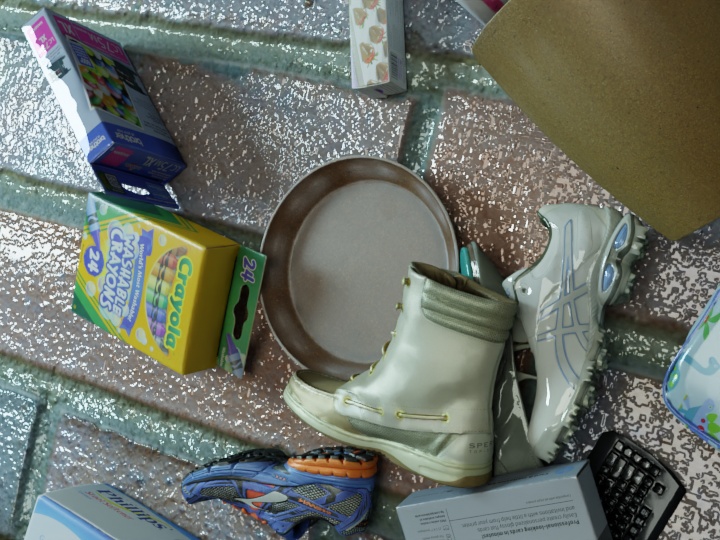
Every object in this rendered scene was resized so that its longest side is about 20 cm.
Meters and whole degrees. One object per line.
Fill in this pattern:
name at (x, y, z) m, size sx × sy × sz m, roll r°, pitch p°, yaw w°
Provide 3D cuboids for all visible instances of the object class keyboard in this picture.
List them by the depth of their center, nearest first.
keyboard at (0.180, 0.233, 0.753) m, size 0.104 × 0.040 × 0.201 m, roll 32°, pitch 101°, yaw 26°

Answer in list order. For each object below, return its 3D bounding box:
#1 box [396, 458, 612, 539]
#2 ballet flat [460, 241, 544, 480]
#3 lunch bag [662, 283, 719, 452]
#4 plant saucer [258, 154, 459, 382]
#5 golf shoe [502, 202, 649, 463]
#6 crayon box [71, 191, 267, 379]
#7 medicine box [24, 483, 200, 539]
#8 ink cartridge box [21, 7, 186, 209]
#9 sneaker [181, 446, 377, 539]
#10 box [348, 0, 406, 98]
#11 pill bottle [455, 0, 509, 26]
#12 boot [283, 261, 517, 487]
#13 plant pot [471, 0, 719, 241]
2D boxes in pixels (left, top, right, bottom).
box at (0.127, 0.257, 0.742) m, size 0.155 × 0.041 × 0.202 m, roll -17°, pitch 91°, yaw 30°
ballet flat at (0.120, 0.075, 0.795) m, size 0.063 × 0.067 × 0.202 m, roll -4°, pitch 84°, yaw -1°
lunch bag at (0.320, 0.054, 0.673) m, size 0.160 × 0.082 × 0.201 m, roll 35°, pitch 101°, yaw 26°
plant saucer at (0.000, 0.000, 0.869) m, size 0.198 × 0.034 × 0.203 m, roll -2°, pitch 84°, yaw 26°
golf shoe at (0.151, 0.043, 0.758) m, size 0.096 × 0.078 × 0.202 m, roll 17°, pitch 82°, yaw 17°
crayon box at (-0.188, 0.013, 0.934) m, size 0.199 × 0.051 × 0.127 m, roll 23°, pitch 108°, yaw 31°
medicine box at (-0.238, 0.333, 0.924) m, size 0.181 × 0.103 × 0.202 m, roll 21°, pitch 96°, yaw 27°
ink cartridge box at (-0.244, -0.156, 0.959) m, size 0.042 × 0.119 × 0.201 m, roll -34°, pitch 72°, yaw 18°
sneaker at (-0.077, 0.202, 0.871) m, size 0.198 × 0.075 × 0.079 m, roll -7°, pitch 86°, yaw 28°
box at (0.013, -0.259, 0.882) m, size 0.038 × 0.041 × 0.202 m, roll -5°, pitch 84°, yaw 26°
pill bottle at (0.130, -0.307, 0.785) m, size 0.113 × 0.113 × 0.200 m, roll 47°, pitch 106°, yaw 22°
boot at (0.029, 0.068, 0.780) m, size 0.199 × 0.072 × 0.156 m, roll 17°, pitch 103°, yaw 36°
plant pot at (0.211, -0.130, 0.705) m, size 0.186 × 0.186 × 0.201 m, roll -34°, pitch 84°, yaw 20°
